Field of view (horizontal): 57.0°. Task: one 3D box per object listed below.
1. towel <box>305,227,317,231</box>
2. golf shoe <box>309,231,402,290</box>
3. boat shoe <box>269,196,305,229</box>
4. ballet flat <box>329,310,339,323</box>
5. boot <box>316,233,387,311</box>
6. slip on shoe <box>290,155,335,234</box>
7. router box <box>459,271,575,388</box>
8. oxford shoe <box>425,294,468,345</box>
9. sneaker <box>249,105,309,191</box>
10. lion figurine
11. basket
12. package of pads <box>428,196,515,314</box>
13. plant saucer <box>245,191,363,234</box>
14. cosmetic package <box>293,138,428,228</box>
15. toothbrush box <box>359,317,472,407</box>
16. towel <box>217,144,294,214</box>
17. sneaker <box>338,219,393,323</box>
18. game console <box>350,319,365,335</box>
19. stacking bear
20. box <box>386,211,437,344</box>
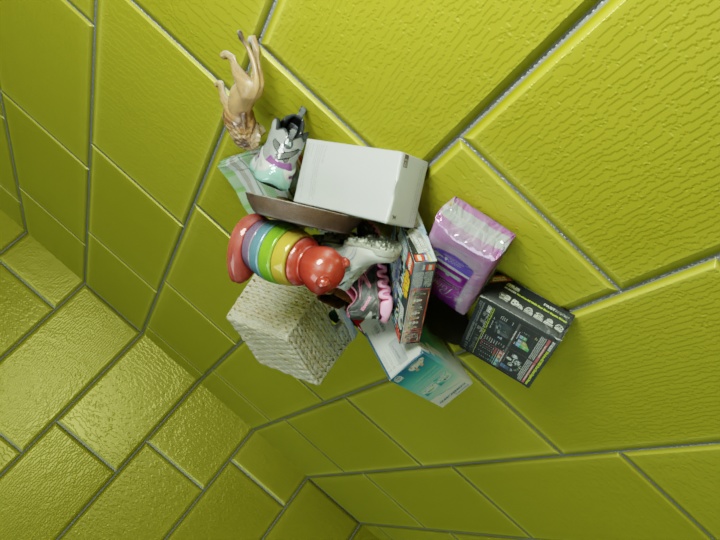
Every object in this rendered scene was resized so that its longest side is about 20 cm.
[{"bbox_3d":[-0.169,-0.142,1.384,0.200,0.018,0.086,20,140,35],"label":"towel"},{"bbox_3d":[-0.007,-0.013,1.114,0.200,0.078,0.097,6,100,48],"label":"golf shoe"},{"bbox_3d":[-0.151,-0.086,1.293,0.074,0.069,0.200,21,170,2],"label":"boat shoe"},{"bbox_3d":[-0.086,0.054,1.522,0.200,0.073,0.073,39,152,-11],"label":"ballet flat"},{"bbox_3d":[-0.035,0.008,1.288,0.200,0.155,0.077,16,144,37],"label":"boot"},{"bbox_3d":[-0.080,-0.144,1.231,0.200,0.061,0.074,57,157,-3],"label":"slip on shoe"},{"bbox_3d":[0.269,0.108,1.166,0.150,0.062,0.200,32,151,15],"label":"router box"},{"bbox_3d":[0.135,0.068,1.289,0.200,0.071,0.071,41,-178,-7],"label":"oxford shoe"},{"bbox_3d":[-0.129,-0.216,1.135,0.078,0.140,0.200,22,-171,-19],"label":"sneaker"},{"bbox_3d":[-0.193,-0.290,1.101,0.200,0.072,0.123,125,127,-68],"label":"lion figurine"},{"bbox_3d":[-0.150,0.114,1.433,0.200,0.161,0.198,16,147,35],"label":"basket"},{"bbox_3d":[0.164,-0.022,1.093,0.120,0.076,0.200,36,152,12],"label":"package of pads"},{"bbox_3d":[-0.095,-0.093,1.098,0.200,0.035,0.200,14,-175,-1],"label":"plant saucer"},{"bbox_3d":[-0.002,-0.141,1.063,0.200,0.113,0.081,18,-173,35],"label":"cosmetic package"},{"bbox_3d":[0.109,0.160,1.274,0.200,0.085,0.146,33,-160,-47],"label":"toothbrush box"},{"bbox_3d":[-0.206,-0.173,1.346,0.200,0.031,0.149,-4,122,50],"label":"towel"},{"bbox_3d":[0.000,0.000,1.179,0.095,0.200,0.079,-6,154,-3],"label":"sneaker"},{"bbox_3d":[0.031,0.131,1.416,0.177,0.031,0.200,50,-176,-17],"label":"game console"},{"bbox_3d":[-0.113,-0.019,1.100,0.200,0.121,0.114,20,131,32],"label":"stacking bear"},{"bbox_3d":[0.080,0.009,1.120,0.200,0.040,0.137,96,165,-44],"label":"box"}]
